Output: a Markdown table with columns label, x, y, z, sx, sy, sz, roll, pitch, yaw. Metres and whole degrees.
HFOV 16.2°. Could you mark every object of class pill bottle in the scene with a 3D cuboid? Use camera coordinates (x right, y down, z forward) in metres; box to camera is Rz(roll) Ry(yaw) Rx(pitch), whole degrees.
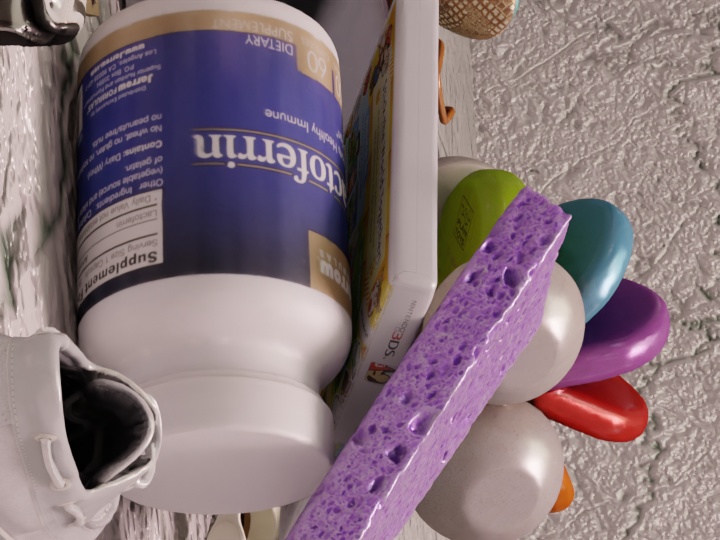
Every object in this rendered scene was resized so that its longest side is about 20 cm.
| label | x | y | z | sx | sy | sz | roll | pitch | yaw |
| --- | --- | --- | --- | --- | --- | --- | --- | --- | --- |
| pill bottle | -0.062 | -0.007 | 1.067 | 0.116 | 0.116 | 0.200 | 70 | 15 | -64 |

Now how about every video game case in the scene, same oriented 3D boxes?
| label | x | y | z | sx | sy | sz | roll | pitch | yaw |
| --- | --- | --- | --- | --- | --- | --- | --- | --- | --- |
| video game case | 0.000 | 0.000 | 1.146 | 0.200 | 0.023 | 0.182 | -87 | -166 | -47 |

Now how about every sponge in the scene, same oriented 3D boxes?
| label | x | y | z | sx | sy | sz | roll | pitch | yaw |
| --- | --- | --- | --- | --- | --- | --- | --- | --- | --- |
| sponge | 0.024 | 0.066 | 1.064 | 0.200 | 0.030 | 0.112 | -54 | 169 | -24 |

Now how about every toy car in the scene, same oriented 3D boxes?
| label | x | y | z | sx | sy | sz | roll | pitch | yaw |
| --- | --- | --- | --- | --- | --- | --- | --- | --- | --- |
| toy car | 0.089 | 0.041 | 1.339 | 0.175 | 0.150 | 0.200 | -115 | -152 | -62 |

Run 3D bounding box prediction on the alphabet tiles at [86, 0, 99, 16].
| label | x | y | z | sx | sy | sz | roll | pitch | yaw |
| --- | --- | --- | --- | --- | --- | --- | --- | --- | --- |
| alphabet tiles | -0.137 | -0.211 | 1.091 | 0.166 | 0.006 | 0.200 | -32 | 115 | -84 |

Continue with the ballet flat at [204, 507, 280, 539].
| label | x | y | z | sx | sy | sz | roll | pitch | yaw |
| --- | --- | --- | --- | --- | --- | --- | --- | --- | --- |
| ballet flat | -0.040 | 0.104 | 1.219 | 0.072 | 0.072 | 0.200 | 66 | 36 | -69 |

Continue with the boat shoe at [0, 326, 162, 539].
| label | x | y | z | sx | sy | sz | roll | pitch | yaw |
| --- | --- | --- | --- | --- | --- | --- | --- | --- | --- |
| boat shoe | -0.103 | 0.057 | 0.856 | 0.200 | 0.068 | 0.072 | 67 | 18 | -68 |

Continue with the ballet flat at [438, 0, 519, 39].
| label | x | y | z | sx | sy | sz | roll | pitch | yaw |
| --- | --- | --- | --- | --- | --- | --- | --- | --- | --- |
| ballet flat | 0.004 | -0.196 | 1.289 | 0.065 | 0.071 | 0.200 | -12 | 60 | -52 |

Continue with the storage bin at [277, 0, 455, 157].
| label | x | y | z | sx | sy | sz | roll | pitch | yaw |
| --- | --- | --- | --- | --- | --- | --- | --- | --- | --- |
| storage bin | -0.028 | -0.081 | 1.399 | 0.134 | 0.145 | 0.200 | -68 | 153 | -55 |

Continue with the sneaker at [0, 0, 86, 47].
| label | x | y | z | sx | sy | sz | roll | pitch | yaw |
| --- | --- | --- | --- | --- | --- | --- | --- | --- | --- |
| sneaker | -0.120 | -0.146 | 0.867 | 0.201 | 0.076 | 0.115 | 77 | 8 | -62 |

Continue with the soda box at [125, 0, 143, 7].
| label | x | y | z | sx | sy | sz | roll | pitch | yaw |
| --- | --- | --- | --- | --- | --- | --- | --- | --- | --- |
| soda box | -0.068 | -0.058 | 1.282 | 0.068 | 0.063 | 0.200 | -79 | 162 | -69 |
